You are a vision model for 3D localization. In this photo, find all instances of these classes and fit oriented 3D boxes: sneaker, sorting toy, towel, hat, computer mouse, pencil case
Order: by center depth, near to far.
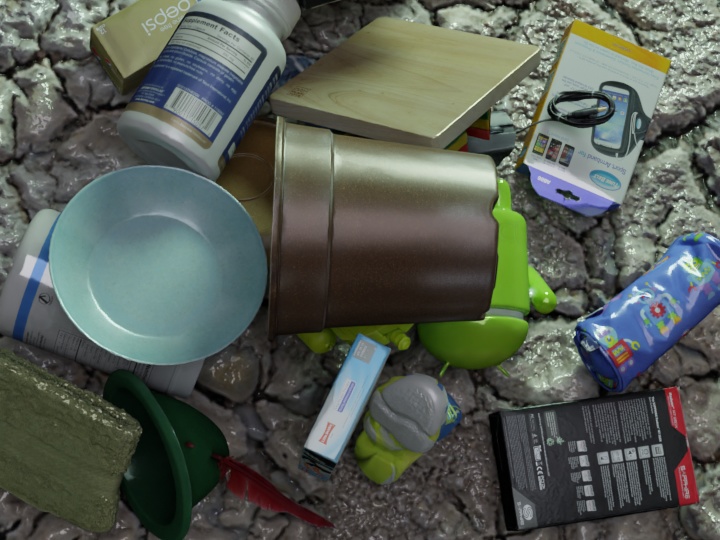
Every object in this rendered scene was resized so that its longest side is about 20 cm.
[{"bbox_3d":[-0.306,0.154,1.391,0.200,0.036,0.149,25,121,8],"label":"towel"},{"bbox_3d":[0.058,0.134,1.438,0.105,0.200,0.076,-37,80,-30],"label":"sneaker"},{"bbox_3d":[-0.137,0.163,1.439,0.176,0.200,0.166,-19,41,-31],"label":"hat"},{"bbox_3d":[0.049,-0.169,1.481,0.200,0.070,0.199,17,42,33],"label":"sorting toy"},{"bbox_3d":[0.169,-0.151,1.551,0.199,0.034,0.059,-18,69,6],"label":"computer mouse"},{"bbox_3d":[0.310,0.039,1.552,0.200,0.078,0.087,-38,80,-14],"label":"pencil case"}]

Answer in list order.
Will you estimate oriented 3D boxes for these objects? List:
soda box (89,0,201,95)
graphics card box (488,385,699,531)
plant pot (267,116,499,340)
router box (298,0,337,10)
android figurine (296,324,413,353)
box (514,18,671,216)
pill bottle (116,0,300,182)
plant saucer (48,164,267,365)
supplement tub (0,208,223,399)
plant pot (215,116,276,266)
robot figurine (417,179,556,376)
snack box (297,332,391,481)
[{"bbox_3d":[-0.179,-0.263,1.520,0.200,0.068,0.064,-34,88,-14],"label":"soda box"},{"bbox_3d":[0.240,0.195,1.526,0.199,0.051,0.126,-7,82,-12],"label":"graphics card box"},{"bbox_3d":[0.018,-0.032,1.325,0.198,0.200,0.201,3,80,-3],"label":"plant pot"},{"bbox_3d":[-0.020,-0.358,1.512,0.149,0.062,0.200,-17,44,-12],"label":"router box"},{"bbox_3d":[0.000,0.000,1.462,0.182,0.041,0.200,-50,54,1],"label":"android figurine"},{"bbox_3d":[0.248,-0.158,1.595,0.119,0.041,0.200,23,80,-6],"label":"box"},{"bbox_3d":[-0.142,-0.191,1.436,0.111,0.111,0.200,31,74,-4],"label":"pill bottle"},{"bbox_3d":[-0.187,0.000,1.361,0.200,0.039,0.202,6,64,-13],"label":"plant saucer"},{"bbox_3d":[-0.238,0.032,1.427,0.199,0.132,0.132,20,77,-6],"label":"supplement tub"},{"bbox_3d":[-0.117,-0.087,1.474,0.199,0.028,0.200,1,53,-1],"label":"plant pot"},{"bbox_3d":[0.113,0.009,1.501,0.175,0.116,0.201,2,80,-18],"label":"robot figurine"},{"bbox_3d":[-0.018,0.135,1.412,0.037,0.200,0.116,26,76,2],"label":"snack box"}]
